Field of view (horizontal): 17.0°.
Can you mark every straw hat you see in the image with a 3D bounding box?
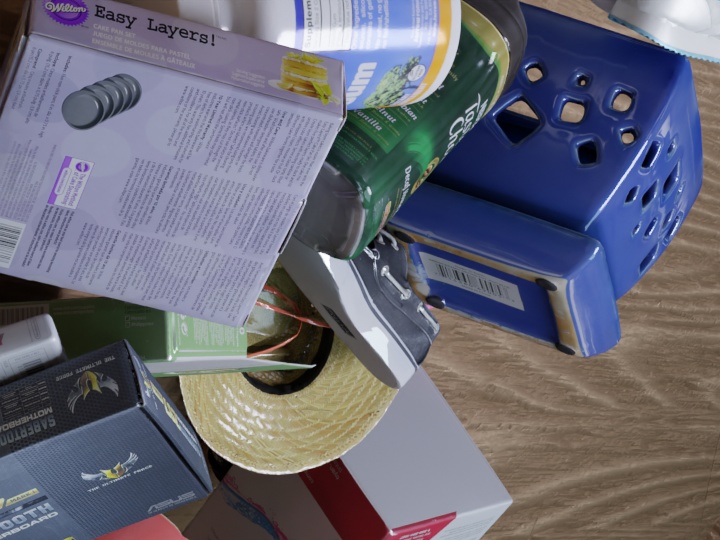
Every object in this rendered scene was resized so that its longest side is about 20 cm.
[{"bbox_3d":[-0.063,0.037,1.728,0.200,0.085,0.203,-9,109,-27],"label":"straw hat"}]

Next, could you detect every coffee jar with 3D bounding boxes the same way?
[{"bbox_3d":[0.026,-0.106,1.558,0.200,0.085,0.105,-48,167,-30],"label":"coffee jar"}]

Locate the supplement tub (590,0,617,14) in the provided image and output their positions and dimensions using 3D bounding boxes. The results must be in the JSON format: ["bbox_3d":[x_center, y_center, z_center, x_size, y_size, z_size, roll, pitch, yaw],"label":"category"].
[{"bbox_3d":[0.239,-0.284,1.736,0.200,0.132,0.132,-41,157,-20],"label":"supplement tub"}]

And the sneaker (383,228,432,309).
[{"bbox_3d":[0.026,-0.009,1.842,0.079,0.096,0.200,-14,-172,33],"label":"sneaker"}]

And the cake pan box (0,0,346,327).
[{"bbox_3d":[-0.123,-0.057,1.349,0.201,0.183,0.053,117,-19,-45],"label":"cake pan box"}]

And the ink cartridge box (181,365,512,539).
[{"bbox_3d":[-0.016,0.193,1.845,0.145,0.145,0.200,-9,145,-47],"label":"ink cartridge box"}]

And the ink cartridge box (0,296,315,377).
[{"bbox_3d":[-0.135,0.043,1.549,0.200,0.144,0.048,4,83,-64],"label":"ink cartridge box"}]

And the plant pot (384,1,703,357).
[{"bbox_3d":[0.121,-0.061,1.716,0.181,0.199,0.200,-65,161,-17],"label":"plant pot"}]

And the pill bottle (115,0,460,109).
[{"bbox_3d":[-0.048,-0.147,1.410,0.199,0.112,0.113,-8,136,-38],"label":"pill bottle"}]

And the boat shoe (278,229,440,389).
[{"bbox_3d":[0.000,0.000,1.652,0.068,0.072,0.200,-49,133,-14],"label":"boat shoe"}]

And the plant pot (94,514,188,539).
[{"bbox_3d":[-0.205,0.268,1.740,0.177,0.200,0.201,-47,161,-34],"label":"plant pot"}]

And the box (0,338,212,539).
[{"bbox_3d":[-0.205,0.125,1.461,0.198,0.051,0.158,-21,152,2],"label":"box"}]

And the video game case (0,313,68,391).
[{"bbox_3d":[-0.256,0.104,1.470,0.181,0.023,0.200,-18,153,-5],"label":"video game case"}]

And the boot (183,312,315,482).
[{"bbox_3d":[-0.050,0.078,1.860,0.198,0.073,0.163,-37,156,-18],"label":"boot"}]

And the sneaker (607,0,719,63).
[{"bbox_3d":[0.252,-0.188,1.654,0.199,0.076,0.081,2,115,-53],"label":"sneaker"}]
